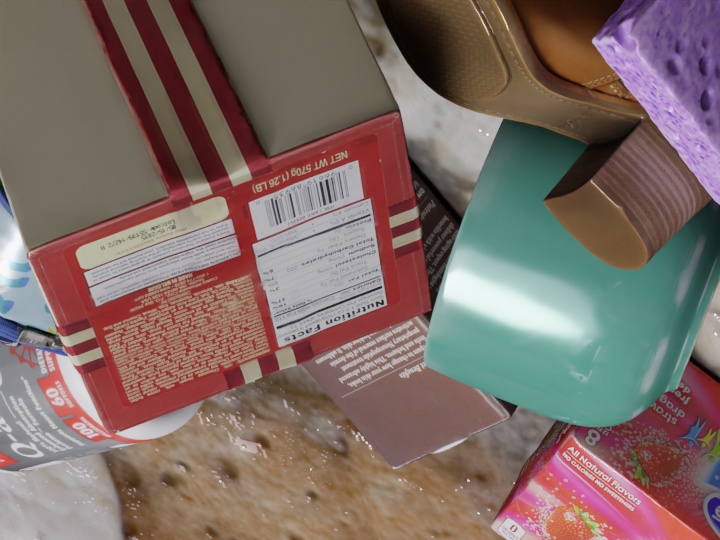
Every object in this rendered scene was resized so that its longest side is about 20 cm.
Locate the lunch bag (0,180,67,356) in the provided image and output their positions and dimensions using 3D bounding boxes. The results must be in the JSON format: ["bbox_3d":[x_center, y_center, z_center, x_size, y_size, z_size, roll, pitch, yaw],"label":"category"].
[{"bbox_3d":[-0.177,-0.037,1.155,0.083,0.160,0.200,-53,50,16],"label":"lunch bag"}]

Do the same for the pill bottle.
[{"bbox_3d":[-0.189,0.058,1.316,0.199,0.116,0.116,-18,115,44],"label":"pill bottle"}]

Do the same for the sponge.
[{"bbox_3d":[0.188,-0.064,0.914,0.200,0.112,0.030,48,159,-26],"label":"sponge"}]

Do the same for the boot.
[{"bbox_3d":[0.102,-0.120,0.915,0.200,0.155,0.077,46,153,-12],"label":"boot"}]

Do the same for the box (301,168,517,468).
[{"bbox_3d":[0.000,0.000,1.163,0.200,0.075,0.100,51,137,-11],"label":"box"}]

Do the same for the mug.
[{"bbox_3d":[0.112,-0.011,1.031,0.114,0.185,0.153,21,114,9],"label":"mug"}]

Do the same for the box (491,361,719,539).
[{"bbox_3d":[0.182,0.138,1.136,0.199,0.096,0.100,37,138,2],"label":"box"}]

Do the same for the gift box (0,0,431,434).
[{"bbox_3d":[-0.073,-0.076,0.932,0.201,0.183,0.188,87,162,-57],"label":"gift box"}]
